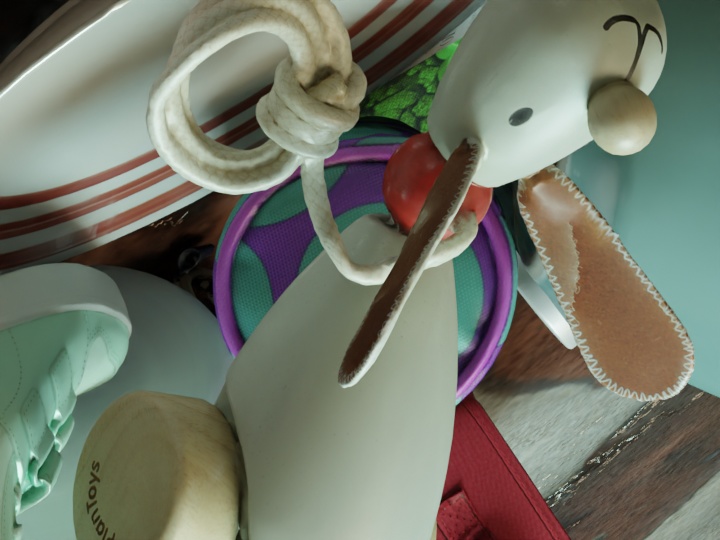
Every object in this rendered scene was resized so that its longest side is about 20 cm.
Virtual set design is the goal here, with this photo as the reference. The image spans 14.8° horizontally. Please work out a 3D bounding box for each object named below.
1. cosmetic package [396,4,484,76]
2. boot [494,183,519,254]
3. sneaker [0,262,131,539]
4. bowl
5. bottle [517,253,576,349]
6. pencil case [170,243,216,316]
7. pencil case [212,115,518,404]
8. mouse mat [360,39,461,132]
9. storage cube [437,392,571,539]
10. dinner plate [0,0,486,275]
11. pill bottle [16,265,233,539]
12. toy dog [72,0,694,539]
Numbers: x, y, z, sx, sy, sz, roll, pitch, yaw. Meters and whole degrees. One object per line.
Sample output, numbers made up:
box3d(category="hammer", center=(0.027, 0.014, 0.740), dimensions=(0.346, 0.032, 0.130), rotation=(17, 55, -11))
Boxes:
box3d(category="cosmetic package", center=(0.000, -0.115, 0.753), dimensions=(0.082, 0.051, 0.200), rotation=(-30, 159, -16))
box3d(category="boot", center=(0.129, -0.069, 0.983), dimensions=(0.162, 0.074, 0.198), rotation=(-30, 167, -12))
box3d(category="sneaker", center=(-0.102, 0.069, 0.705), dimensions=(0.074, 0.119, 0.200), rotation=(-26, 179, 24))
box3d(category="bowl", center=(0.100, -0.053, 0.752), dimensions=(0.104, 0.202, 0.201), rotation=(5, 151, -4))
box3d(category="bottle", center=(0.147, -0.048, 1.121), dimensions=(0.200, 0.065, 0.084), rotation=(-39, 154, 4))
box3d(category="pencil case", center=(-0.101, 0.083, 0.972), dimensions=(0.200, 0.078, 0.089), rotation=(-42, 148, 10))
box3d(category="pencil case", center=(0.000, 0.000, 0.839), dimensions=(0.093, 0.085, 0.200), rotation=(-61, -178, 2))
box3d(category="mouse mat", center=(0.050, -0.069, 1.002), dimensions=(0.161, 0.008, 0.200), rotation=(-40, 161, 5))
box3d(category="storage cube", center=(0.006, 0.176, 1.164), dimensions=(0.179, 0.171, 0.200), rotation=(-33, 177, -11))
box3d(category="dinner plate", center=(-0.036, -0.056, 0.695), dimensions=(0.200, 0.024, 0.200), rotation=(-32, 170, -6))
box3d(category="pill bottle", center=(-0.067, 0.101, 0.868), dimensions=(0.112, 0.112, 0.200), rotation=(-33, 140, -12))
box3d(category="toy dog", center=(0.013, 0.028, 0.659), dimensions=(0.131, 0.096, 0.201), rotation=(-9, 134, -28))
